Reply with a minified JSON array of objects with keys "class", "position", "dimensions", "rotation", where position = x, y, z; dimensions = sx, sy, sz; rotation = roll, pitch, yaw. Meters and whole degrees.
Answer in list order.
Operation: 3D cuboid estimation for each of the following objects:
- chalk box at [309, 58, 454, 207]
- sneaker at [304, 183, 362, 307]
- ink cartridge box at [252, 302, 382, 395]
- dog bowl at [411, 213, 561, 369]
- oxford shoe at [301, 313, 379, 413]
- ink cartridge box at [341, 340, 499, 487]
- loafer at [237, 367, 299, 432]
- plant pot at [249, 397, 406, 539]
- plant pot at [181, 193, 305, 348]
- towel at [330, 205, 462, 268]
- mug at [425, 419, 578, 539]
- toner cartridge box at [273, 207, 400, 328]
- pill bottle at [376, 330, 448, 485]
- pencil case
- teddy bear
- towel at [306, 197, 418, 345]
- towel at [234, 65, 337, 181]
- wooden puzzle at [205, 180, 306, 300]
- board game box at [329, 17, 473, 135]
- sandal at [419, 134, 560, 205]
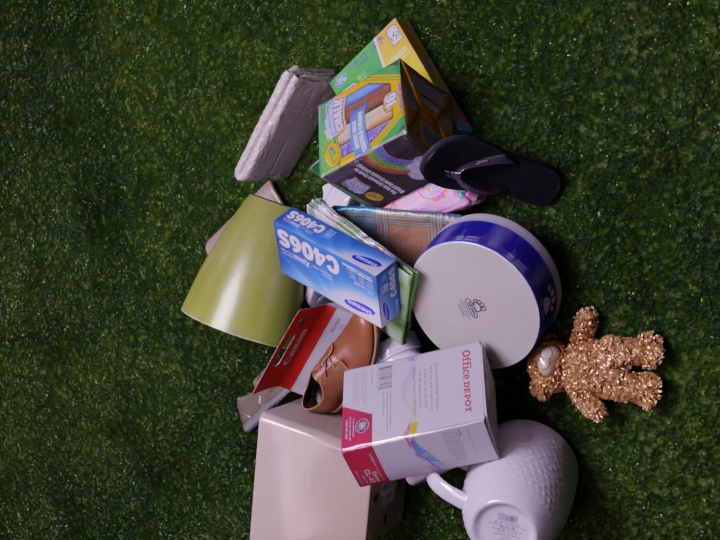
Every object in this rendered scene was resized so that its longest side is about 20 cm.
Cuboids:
[{"class":"chalk box","position":[0.019,-0.178,1.583],"dimensions":[0.198,0.124,0.126],"rotation":[-22,56,34]},{"class":"sneaker","position":[-0.046,-0.042,1.752],"dimensions":[0.080,0.070,0.203],"rotation":[28,103,41]},{"class":"ink cartridge box","position":[-0.053,0.121,1.678],"dimensions":[0.047,0.199,0.161],"rotation":[41,115,24]},{"class":"dog bowl","position":[0.168,0.030,1.540],"dimensions":[0.198,0.079,0.203],"rotation":[17,127,24]},{"class":"oxford shoe","position":[-0.029,0.135,1.631],"dimensions":[0.072,0.070,0.202],"rotation":[52,131,37]},{"class":"ink cartridge box","position":[0.079,0.190,1.504],"dimensions":[0.197,0.149,0.086],"rotation":[-12,129,13]},{"class":"loafer","position":[-0.139,0.185,1.823],"dimensions":[0.200,0.075,0.070],"rotation":[-43,73,30]},{"class":"plant pot","position":[-0.034,0.311,1.693],"dimensions":[0.175,0.199,0.204],"rotation":[10,99,26]},{"class":"plant pot","position":[-0.158,-0.007,1.742],"dimensions":[0.185,0.186,0.203],"rotation":[20,93,33]},{"class":"towel","position":[0.052,-0.024,1.629],"dimensions":[0.197,0.022,0.148],"rotation":[5,126,17]},{"class":"mug","position":[0.181,0.292,1.498],"dimensions":[0.197,0.175,0.150],"rotation":[20,113,11]},{"class":"toner cartridge box","position":[-0.034,-0.006,1.568],"dimensions":[0.199,0.043,0.096],"rotation":[27,141,35]},{"class":"pill bottle","position":[0.081,0.197,1.640],"dimensions":[0.112,0.112,0.202],"rotation":[-33,75,33]},{"class":"pencil case","position":[0.085,-0.093,1.632],"dimensions":[0.199,0.087,0.089],"rotation":[-28,77,33]},{"class":"teddy bear","position":[0.307,0.127,1.498],"dimensions":[0.198,0.066,0.147],"rotation":[22,103,33]},{"class":"towel","position":[0.000,0.000,1.598],"dimensions":[0.199,0.031,0.150],"rotation":[36,144,26]},{"class":"towel","position":[-0.113,-0.224,1.743],"dimensions":[0.034,0.132,0.201],"rotation":[41,115,22]},{"class":"wooden puzzle","position":[-0.163,-0.015,1.851],"dimensions":[0.185,0.037,0.202],"rotation":[-40,70,31]},{"class":"board game box","position":[0.058,-0.243,1.672],"dimensions":[0.153,0.040,0.202],"rotation":[-40,70,31]},{"class":"sandal","position":[0.177,-0.130,1.508],"dimensions":[0.043,0.197,0.077],"rotation":[-102,24,-57]}]
